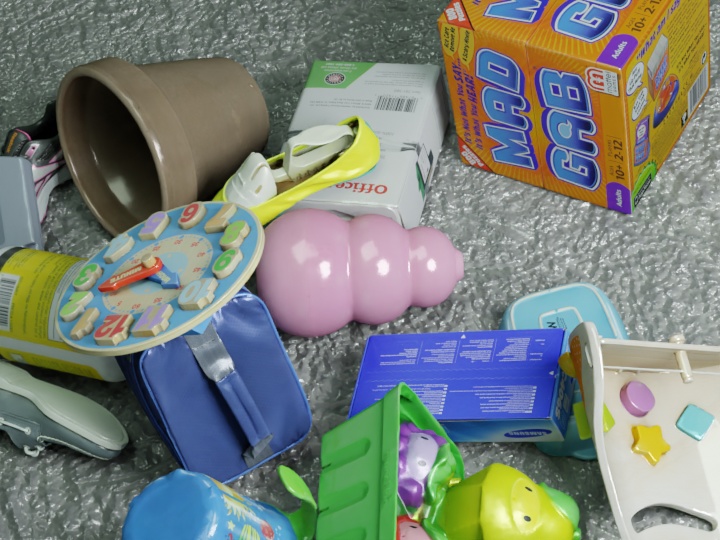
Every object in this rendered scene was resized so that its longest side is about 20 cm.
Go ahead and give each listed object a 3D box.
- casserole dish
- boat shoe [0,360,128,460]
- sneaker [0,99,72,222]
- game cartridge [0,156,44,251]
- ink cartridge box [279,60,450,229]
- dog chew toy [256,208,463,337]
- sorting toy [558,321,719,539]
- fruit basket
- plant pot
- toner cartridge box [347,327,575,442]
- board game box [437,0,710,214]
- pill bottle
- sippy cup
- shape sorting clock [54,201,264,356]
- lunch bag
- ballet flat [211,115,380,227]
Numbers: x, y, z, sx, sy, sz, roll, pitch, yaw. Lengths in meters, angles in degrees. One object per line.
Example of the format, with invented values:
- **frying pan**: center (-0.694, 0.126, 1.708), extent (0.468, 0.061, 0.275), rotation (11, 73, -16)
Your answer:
- **casserole dish**: center (0.196, 0.083, 1.494), extent (0.120, 0.039, 0.201), rotation (-15, 48, 0)
- **boat shoe**: center (-0.311, 0.144, 1.560), extent (0.199, 0.073, 0.062), rotation (23, 102, 21)
- **sneaker**: center (-0.371, -0.111, 1.756), extent (0.080, 0.087, 0.200), rotation (20, 60, 28)
- **game cartridge**: center (-0.429, -0.044, 1.699), extent (0.199, 0.040, 0.134), rotation (-16, 76, 13)
- **ink cartridge box**: center (0.000, -0.119, 1.678), extent (0.145, 0.085, 0.201), rotation (5, 54, 18)
- **dog chew toy**: center (0.000, 0.000, 1.560), extent (0.199, 0.125, 0.125), rotation (-3, 49, 1)
- **sorting toy**: center (0.255, 0.147, 1.366), extent (0.199, 0.107, 0.181), rotation (5, 68, -29)
- **fruit basket**: center (0.075, 0.207, 1.358), extent (0.214, 0.156, 0.217), rotation (-19, 46, 21)
- **plant pot**: center (-0.196, -0.144, 1.699), extent (0.174, 0.201, 0.200), rotation (-27, 47, -35)
- **toner cartridge box**: center (0.093, 0.105, 1.464), extent (0.199, 0.043, 0.095), rotation (-3, 55, 27)
- **board game box**: center (0.222, -0.218, 1.632), extent (0.199, 0.200, 0.200), rotation (20, 56, 27)
- **pill bottle**: center (-0.269, 0.046, 1.583), extent (0.199, 0.115, 0.115), rotation (10, 53, 20)
- **sippy cup**: center (-0.130, 0.236, 1.358), extent (0.139, 0.130, 0.179), rotation (13, 66, 35)
- **shape sorting clock**: center (-0.176, 0.002, 1.401), extent (0.199, 0.039, 0.201), rotation (-19, 37, 15)
- **lunch bag**: center (-0.134, 0.098, 1.459), extent (0.135, 0.201, 0.132), rotation (-29, 32, -10)
- **ballet flat**: center (-0.075, -0.096, 1.579), extent (0.199, 0.067, 0.067), rotation (-25, 52, -6)
